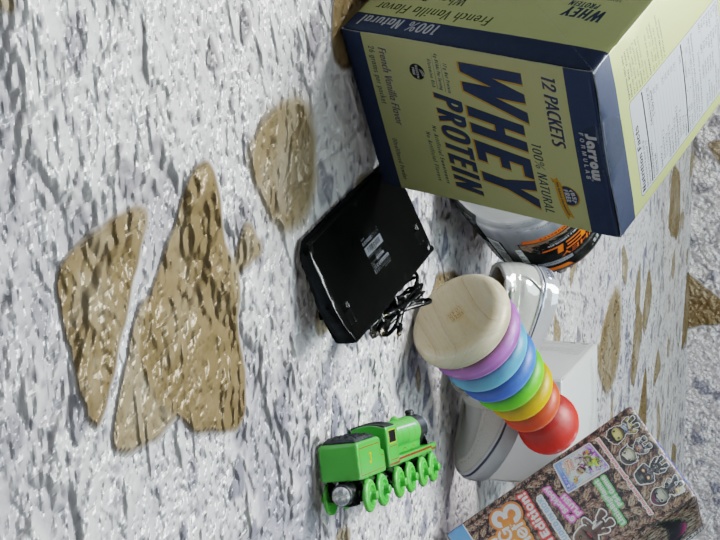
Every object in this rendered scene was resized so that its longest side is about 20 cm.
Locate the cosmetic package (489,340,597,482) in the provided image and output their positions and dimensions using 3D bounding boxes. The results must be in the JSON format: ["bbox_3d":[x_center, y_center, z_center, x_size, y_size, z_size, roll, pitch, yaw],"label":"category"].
[{"bbox_3d":[0.183,0.139,1.590,0.200,0.084,0.109,-19,110,-70],"label":"cosmetic package"}]

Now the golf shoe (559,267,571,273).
[{"bbox_3d":[0.210,-0.066,1.654,0.200,0.072,0.093,-45,134,-64],"label":"golf shoe"}]

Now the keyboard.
[{"bbox_3d":[0.000,0.000,1.098,0.105,0.039,0.200,65,25,-10],"label":"keyboard"}]

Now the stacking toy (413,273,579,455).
[{"bbox_3d":[0.126,0.091,1.307,0.200,0.085,0.086,48,45,-40],"label":"stacking toy"}]

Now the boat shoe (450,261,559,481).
[{"bbox_3d":[0.110,0.087,1.386,0.071,0.069,0.202,40,-65,59],"label":"boat shoe"}]

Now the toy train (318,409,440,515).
[{"bbox_3d":[0.015,0.136,1.143,0.200,0.041,0.057,-2,85,-72],"label":"toy train"}]

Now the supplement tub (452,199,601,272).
[{"bbox_3d":[0.151,-0.070,1.386,0.200,0.121,0.124,39,57,-68],"label":"supplement tub"}]

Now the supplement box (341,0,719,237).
[{"bbox_3d":[0.132,-0.153,1.093,0.200,0.199,0.135,-49,138,-33],"label":"supplement box"}]

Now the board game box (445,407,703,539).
[{"bbox_3d":[0.197,0.235,1.422,0.097,0.199,0.160,56,2,24],"label":"board game box"}]
